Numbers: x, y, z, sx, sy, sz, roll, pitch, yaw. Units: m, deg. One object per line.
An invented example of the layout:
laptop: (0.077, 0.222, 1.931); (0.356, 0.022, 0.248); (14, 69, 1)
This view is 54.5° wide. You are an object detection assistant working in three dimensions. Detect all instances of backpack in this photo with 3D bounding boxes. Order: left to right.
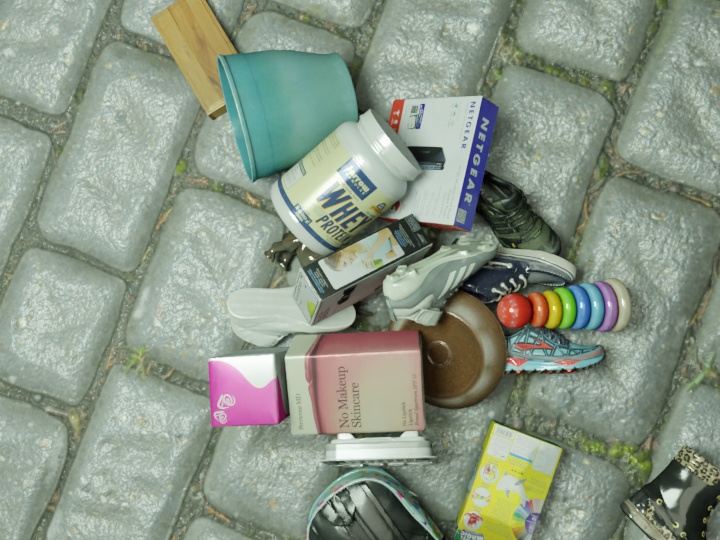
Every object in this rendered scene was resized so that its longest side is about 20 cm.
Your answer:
backpack: (0.019, 0.406, 1.071); (0.177, 0.151, 0.200); (-42, 93, 1)

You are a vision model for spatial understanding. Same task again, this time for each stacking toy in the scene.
stacking toy: (0.308, 0.060, 1.078); (0.200, 0.085, 0.086); (-4, 86, -11)

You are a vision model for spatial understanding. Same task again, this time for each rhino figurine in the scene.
rhino figurine: (-0.056, 0.005, 1.148); (0.200, 0.060, 0.087); (41, 93, 4)

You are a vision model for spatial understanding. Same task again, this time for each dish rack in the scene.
dish rack: (0.032, 0.273, 1.060); (0.171, 0.200, 0.044); (-2, 73, 5)

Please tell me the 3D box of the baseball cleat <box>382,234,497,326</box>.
baseball cleat: (0.124, 0.019, 1.055); (0.200, 0.070, 0.107); (-20, 111, -19)

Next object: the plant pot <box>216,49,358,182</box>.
plant pot: (-0.109, -0.259, 1.109); (0.188, 0.200, 0.200); (-16, 85, -11)

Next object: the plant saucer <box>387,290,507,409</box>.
plant saucer: (0.127, 0.128, 1.098); (0.200, 0.037, 0.201); (6, 103, 25)

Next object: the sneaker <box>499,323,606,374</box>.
sneaker: (0.285, 0.115, 1.104); (0.199, 0.079, 0.096); (-2, 84, 4)

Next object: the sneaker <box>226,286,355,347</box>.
sneaker: (-0.112, 0.078, 1.131); (0.199, 0.116, 0.074); (6, 62, -5)

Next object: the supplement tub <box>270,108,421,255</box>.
supplement tub: (-0.021, -0.134, 1.067); (0.200, 0.145, 0.145); (-39, 84, 15)

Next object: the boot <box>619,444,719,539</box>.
boot: (0.522, 0.381, 1.074); (0.200, 0.073, 0.151); (41, 90, 11)

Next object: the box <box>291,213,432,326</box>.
box: (0.000, 0.000, 1.062); (0.200, 0.117, 0.060); (-26, 75, -22)

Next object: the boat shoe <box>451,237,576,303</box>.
boat shoe: (0.233, 0.016, 1.105); (0.200, 0.075, 0.093); (12, 64, 14)

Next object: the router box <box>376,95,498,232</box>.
router box: (0.111, -0.169, 1.100); (0.179, 0.049, 0.200); (10, 86, 44)

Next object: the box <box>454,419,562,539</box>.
box: (0.231, 0.353, 1.110); (0.117, 0.048, 0.200); (21, 86, 5)

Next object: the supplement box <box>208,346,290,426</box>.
supplement box: (-0.154, 0.173, 1.074); (0.103, 0.200, 0.101); (-4, 86, 4)

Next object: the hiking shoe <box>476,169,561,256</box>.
hiking shoe: (0.237, -0.086, 1.107); (0.200, 0.101, 0.076); (40, 89, 6)

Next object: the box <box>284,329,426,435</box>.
box: (-0.005, 0.167, 1.052); (0.199, 0.109, 0.128); (-4, 101, 4)

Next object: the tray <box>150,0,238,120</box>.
tray: (-0.266, -0.371, 1.200); (0.099, 0.037, 0.200); (-31, 85, 2)
